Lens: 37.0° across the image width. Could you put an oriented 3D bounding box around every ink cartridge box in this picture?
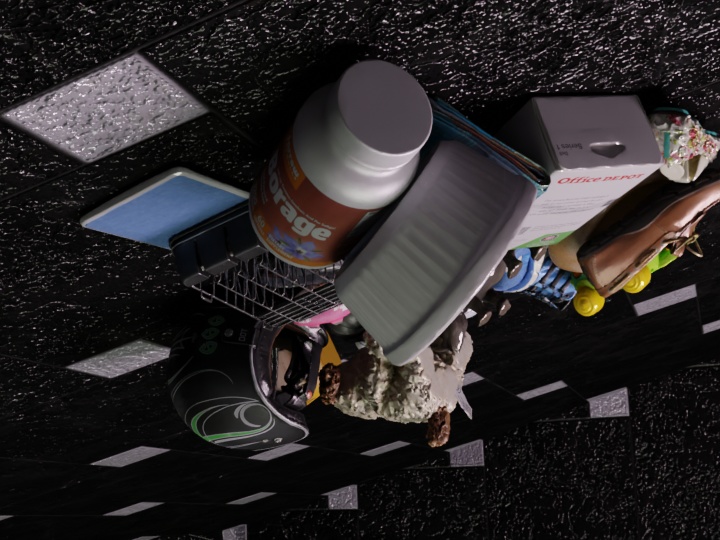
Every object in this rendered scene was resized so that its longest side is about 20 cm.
[{"bbox_3d":[0.192,-0.097,1.117,0.144,0.086,0.200,-7,159,-30],"label":"ink cartridge box"}]

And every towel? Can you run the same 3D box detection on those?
[{"bbox_3d":[0.077,-0.079,1.056,0.145,0.022,0.200,30,146,-14],"label":"towel"}]

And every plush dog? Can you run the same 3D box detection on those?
[{"bbox_3d":[0.038,0.147,1.393,0.170,0.164,0.199,-9,170,35],"label":"plush dog"}]

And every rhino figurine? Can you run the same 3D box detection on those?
[{"bbox_3d":[0.134,0.021,1.275,0.059,0.088,0.201,-7,136,-47],"label":"rhino figurine"}]

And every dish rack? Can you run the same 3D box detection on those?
[{"bbox_3d":[-0.085,-0.001,1.125,0.152,0.055,0.199,-22,151,23],"label":"dish rack"}]

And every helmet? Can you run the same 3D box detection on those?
[{"bbox_3d":[-0.148,0.130,1.350,0.189,0.204,0.198,-13,168,38],"label":"helmet"}]

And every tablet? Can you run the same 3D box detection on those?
[{"bbox_3d":[-0.165,-0.054,1.061,0.129,0.014,0.199,-24,160,24],"label":"tablet"}]

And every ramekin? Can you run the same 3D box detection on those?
[{"bbox_3d":[0.058,-0.023,0.953,0.203,0.094,0.202,-52,-175,6],"label":"ramekin"}]

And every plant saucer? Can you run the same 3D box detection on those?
[{"bbox_3d":[0.314,-0.064,1.275,0.198,0.036,0.202,-22,142,-18],"label":"plant saucer"}]

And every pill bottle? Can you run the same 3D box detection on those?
[{"bbox_3d":[-0.018,-0.089,0.915,0.110,0.114,0.200,-7,160,-26],"label":"pill bottle"}]

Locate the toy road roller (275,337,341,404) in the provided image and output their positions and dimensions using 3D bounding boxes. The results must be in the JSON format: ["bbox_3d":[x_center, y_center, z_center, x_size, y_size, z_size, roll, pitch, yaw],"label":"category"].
[{"bbox_3d":[-0.112,0.163,1.605,0.144,0.124,0.200,-18,166,-34],"label":"toy road roller"}]

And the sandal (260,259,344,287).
[{"bbox_3d":[-0.016,-0.021,1.213,0.203,0.060,0.079,-8,-175,14],"label":"sandal"}]

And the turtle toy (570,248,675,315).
[{"bbox_3d":[0.354,-0.030,1.434,0.199,0.102,0.145,-33,178,38],"label":"turtle toy"}]

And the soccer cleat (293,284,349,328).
[{"bbox_3d":[0.000,0.000,1.284,0.197,0.070,0.087,-19,123,-3],"label":"soccer cleat"}]

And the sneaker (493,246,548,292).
[{"bbox_3d":[0.185,-0.035,1.343,0.088,0.080,0.201,-4,152,-13],"label":"sneaker"}]

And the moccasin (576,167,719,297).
[{"bbox_3d":[0.342,-0.043,1.208,0.200,0.078,0.074,-37,-170,2],"label":"moccasin"}]

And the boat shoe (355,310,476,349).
[{"bbox_3d":[0.080,0.053,1.535,0.197,0.074,0.067,-23,149,-8],"label":"boat shoe"}]

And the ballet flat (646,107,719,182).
[{"bbox_3d":[0.341,-0.128,1.157,0.075,0.065,0.199,4,179,30],"label":"ballet flat"}]

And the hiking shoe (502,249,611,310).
[{"bbox_3d":[0.265,0.013,1.516,0.197,0.088,0.074,-9,162,-20],"label":"hiking shoe"}]

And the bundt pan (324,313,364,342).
[{"bbox_3d":[0.036,0.038,1.416,0.198,0.077,0.202,-15,163,-5],"label":"bundt pan"}]
